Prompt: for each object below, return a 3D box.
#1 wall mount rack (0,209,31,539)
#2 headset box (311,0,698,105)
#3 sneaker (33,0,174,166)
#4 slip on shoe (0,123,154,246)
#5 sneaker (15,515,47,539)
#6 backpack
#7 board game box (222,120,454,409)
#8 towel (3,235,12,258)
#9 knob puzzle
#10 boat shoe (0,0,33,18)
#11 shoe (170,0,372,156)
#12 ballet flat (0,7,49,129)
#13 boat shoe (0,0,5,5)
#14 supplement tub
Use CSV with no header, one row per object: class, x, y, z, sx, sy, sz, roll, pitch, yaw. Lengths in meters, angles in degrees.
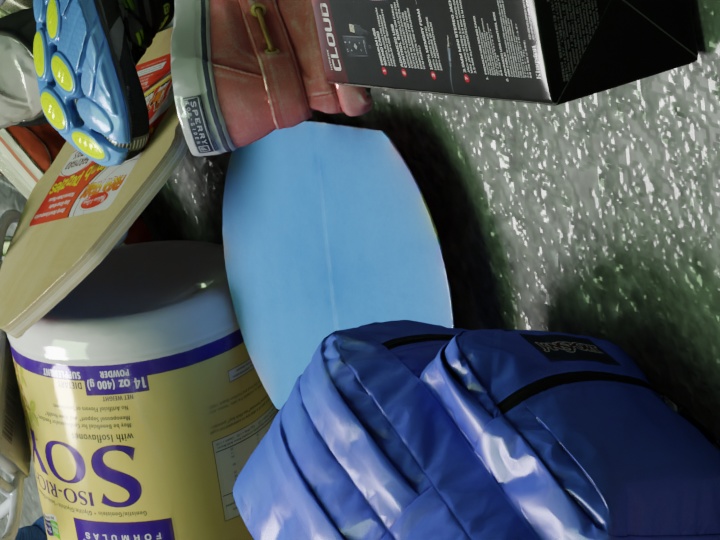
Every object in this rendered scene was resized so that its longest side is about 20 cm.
wall mount rack,-0.220,0.073,1.381,0.174,0.074,0.200,60,-150,-63
headset box,0.040,-0.152,0.991,0.200,0.075,0.149,11,116,60
sneaker,-0.132,-0.138,1.286,0.071,0.083,0.200,-59,32,39
slip on shoe,-0.162,-0.048,1.450,0.200,0.061,0.074,46,168,21
sneaker,-0.207,0.225,1.670,0.200,0.089,0.079,10,116,60
backpack,0.059,0.102,1.031,0.200,0.162,0.168,47,115,39
board game box,0.000,0.000,1.205,0.200,0.039,0.158,11,111,54
towel,-0.173,0.067,1.523,0.200,0.048,0.171,62,159,-14
knob puzzle,-0.131,-0.045,1.298,0.030,0.220,0.220,36,162,-21
boat shoe,-0.228,-0.192,1.447,0.201,0.072,0.066,31,120,22
shoe,-0.042,-0.129,1.171,0.200,0.091,0.072,-95,-7,-53
ballet flat,-0.224,-0.105,1.400,0.200,0.068,0.068,-8,113,40
boat shoe,-0.208,-0.224,1.370,0.200,0.074,0.065,-55,34,16
supplement tub,-0.112,0.098,1.353,0.145,0.145,0.200,23,126,56
